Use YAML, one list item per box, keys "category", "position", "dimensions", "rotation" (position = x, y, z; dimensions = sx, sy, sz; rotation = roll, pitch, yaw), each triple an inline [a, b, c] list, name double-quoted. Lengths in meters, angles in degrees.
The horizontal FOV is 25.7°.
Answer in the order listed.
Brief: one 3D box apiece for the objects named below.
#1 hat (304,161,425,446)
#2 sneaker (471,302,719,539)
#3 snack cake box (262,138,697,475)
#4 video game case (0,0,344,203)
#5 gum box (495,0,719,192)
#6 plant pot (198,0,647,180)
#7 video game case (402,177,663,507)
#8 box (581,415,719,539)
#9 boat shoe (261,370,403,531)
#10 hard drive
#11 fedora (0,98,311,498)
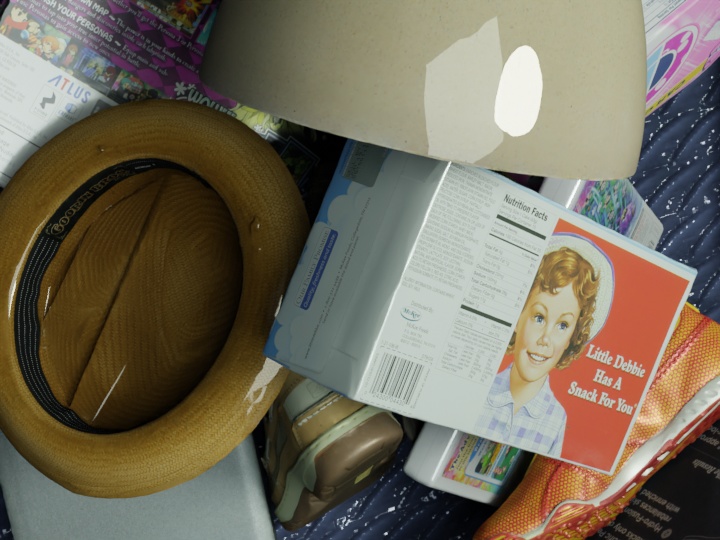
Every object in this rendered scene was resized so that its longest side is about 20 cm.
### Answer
- category: "hat"
  position: [0.000, 0.000, 0.851]
  dimensions: [0.081, 0.201, 0.201]
  rotation: [0, 98, 6]
- category: "sneaker"
  position: [0.134, 0.099, 0.912]
  dimensions: [0.200, 0.073, 0.077]
  rotation: [-40, 69, -12]
- category: "snack cake box"
  position: [0.062, 0.018, 0.745]
  dimensions: [0.200, 0.067, 0.115]
  rotation: [22, 90, -44]
- category: "video game case"
  position: [-0.106, -0.098, 0.860]
  dimensions: [0.200, 0.036, 0.181]
  rotation: [30, 88, -20]
- category: "gum box"
  position: [0.140, -0.128, 0.881]
  dimensions: [0.200, 0.114, 0.066]
  rotation: [-39, 72, -18]
- category: "plant pot"
  position: [0.040, -0.130, 0.696]
  dimensions: [0.200, 0.200, 0.135]
  rotation: [8, 104, -20]
- category: "video game case"
  position: [0.104, 0.038, 0.895]
  dimensions: [0.200, 0.024, 0.182]
  rotation: [-63, 155, -2]
- category: "box"
  position: [0.223, 0.160, 0.921]
  dimensions: [0.200, 0.197, 0.117]
  rotation: [-44, 109, -9]
- category: "boat shoe"
  position: [-0.024, 0.084, 0.844]
  dimensions: [0.072, 0.200, 0.076]
  rotation: [-33, 79, -19]
- category: "hard drive"
  position: [-0.116, 0.156, 0.874]
  dimensions: [0.139, 0.033, 0.200]
  rotation: [-11, 100, 0]
- category: "fedora"
  position: [-0.102, 0.016, 0.799]
  dimensions: [0.200, 0.082, 0.201]
  rotation: [-3, 81, 20]
